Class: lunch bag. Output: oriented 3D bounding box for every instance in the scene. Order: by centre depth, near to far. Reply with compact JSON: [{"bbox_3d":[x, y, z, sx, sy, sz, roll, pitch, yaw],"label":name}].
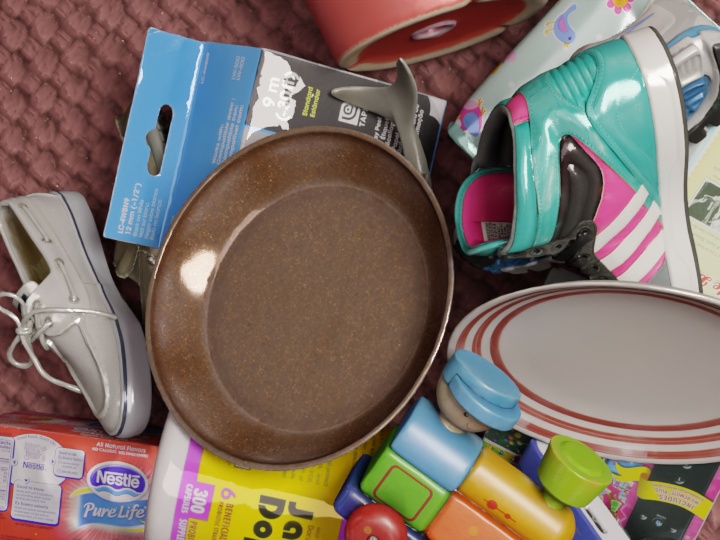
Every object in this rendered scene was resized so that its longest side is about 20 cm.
[{"bbox_3d":[0.179,-0.080,0.837,0.200,0.122,0.170,45,98,2],"label":"lunch bag"}]

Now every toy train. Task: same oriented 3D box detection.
[{"bbox_3d":[0.095,0.140,0.697,0.199,0.085,0.116,36,110,2],"label":"toy train"}]

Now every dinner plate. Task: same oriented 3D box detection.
[{"bbox_3d":[0.145,0.053,0.702,0.197,0.201,0.025,6,58,11],"label":"dinner plate"}]

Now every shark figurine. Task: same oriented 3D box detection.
[{"bbox_3d":[0.018,-0.012,0.821,0.127,0.089,0.217,22,93,-20],"label":"shark figurine"}]

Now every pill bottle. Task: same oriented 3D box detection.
[{"bbox_3d":[-0.026,0.141,0.803,0.197,0.104,0.106,11,92,-2],"label":"pill bottle"}]

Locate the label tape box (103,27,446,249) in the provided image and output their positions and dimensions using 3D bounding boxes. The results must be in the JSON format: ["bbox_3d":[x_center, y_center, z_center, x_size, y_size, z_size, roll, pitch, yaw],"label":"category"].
[{"bbox_3d":[-0.055,-0.067,0.867,0.198,0.066,0.145,13,93,-21],"label":"label tape box"}]

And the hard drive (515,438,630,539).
[{"bbox_3d":[0.100,0.222,0.792,0.132,0.025,0.202,56,132,44],"label":"hard drive"}]

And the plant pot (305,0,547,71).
[{"bbox_3d":[0.027,-0.233,0.825,0.198,0.200,0.180,-16,88,10],"label":"plant pot"}]

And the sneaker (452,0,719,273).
[{"bbox_3d":[0.129,-0.079,0.761,0.200,0.075,0.087,-41,43,21],"label":"sneaker"}]

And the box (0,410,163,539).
[{"bbox_3d":[-0.169,0.161,0.914,0.197,0.095,0.101,6,90,10],"label":"box"}]

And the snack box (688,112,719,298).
[{"bbox_3d":[0.251,-0.017,0.801,0.198,0.037,0.117,24,107,-28],"label":"snack box"}]

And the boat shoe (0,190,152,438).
[{"bbox_3d":[-0.208,0.027,0.890,0.075,0.085,0.204,-52,53,42],"label":"boat shoe"}]

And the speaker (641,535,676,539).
[{"bbox_3d":[0.143,0.251,0.819,0.081,0.081,0.201,42,130,8],"label":"speaker"}]

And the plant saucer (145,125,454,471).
[{"bbox_3d":[-0.033,0.017,0.760,0.198,0.037,0.203,-8,71,24],"label":"plant saucer"}]

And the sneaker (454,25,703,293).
[{"bbox_3d":[0.112,-0.020,0.692,0.119,0.084,0.202,-15,123,0],"label":"sneaker"}]

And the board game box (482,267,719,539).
[{"bbox_3d":[0.152,0.118,0.827,0.146,0.064,0.202,22,125,10],"label":"board game box"}]

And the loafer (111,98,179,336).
[{"bbox_3d":[-0.147,-0.020,0.920,0.069,0.075,0.203,-12,88,6],"label":"loafer"}]
